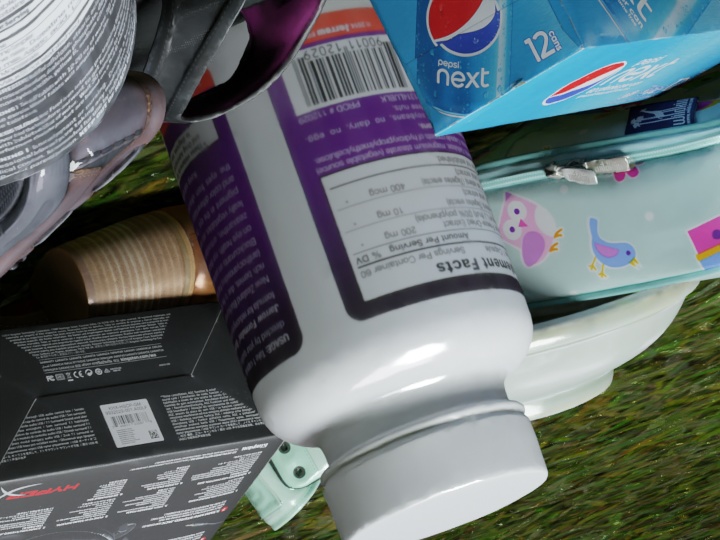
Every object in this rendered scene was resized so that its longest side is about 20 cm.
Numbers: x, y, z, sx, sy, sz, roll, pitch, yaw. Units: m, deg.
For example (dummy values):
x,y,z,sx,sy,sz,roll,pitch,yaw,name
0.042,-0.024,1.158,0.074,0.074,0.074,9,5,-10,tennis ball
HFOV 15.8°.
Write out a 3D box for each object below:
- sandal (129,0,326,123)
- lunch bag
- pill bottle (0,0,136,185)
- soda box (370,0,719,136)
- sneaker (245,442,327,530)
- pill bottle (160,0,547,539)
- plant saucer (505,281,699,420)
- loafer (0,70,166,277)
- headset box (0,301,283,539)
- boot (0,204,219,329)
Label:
x,y,z,sx,sy,sz,roll,pitch,yaw,name
-0.043,-0.092,0.914,0.200,0.048,0.075,-29,162,31,sandal
0.130,-0.044,1.128,0.160,0.077,0.200,-7,-170,27,lunch bag
-0.119,-0.100,0.686,0.106,0.106,0.200,-19,164,-5,pill bottle
0.085,-0.099,0.958,0.068,0.064,0.200,-30,173,30,soda box
-0.083,0.080,1.319,0.200,0.118,0.074,-14,165,-18,sneaker
0.000,0.000,0.994,0.111,0.200,0.111,-18,165,-5,pill bottle
0.055,0.035,1.145,0.200,0.050,0.200,-11,-171,2,plant saucer
-0.132,-0.029,0.947,0.063,0.072,0.200,-17,176,-31,loafer
-0.144,0.106,1.146,0.149,0.077,0.200,-7,149,-35,headset box
-0.099,0.022,1.219,0.155,0.077,0.200,-14,157,-35,boot
